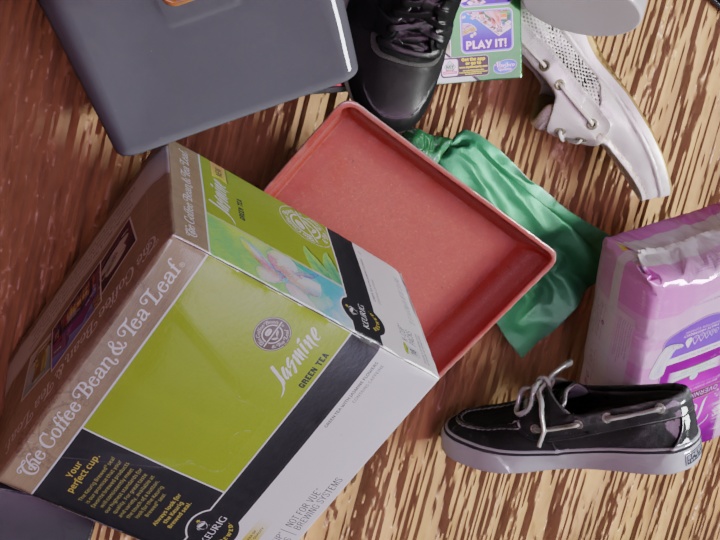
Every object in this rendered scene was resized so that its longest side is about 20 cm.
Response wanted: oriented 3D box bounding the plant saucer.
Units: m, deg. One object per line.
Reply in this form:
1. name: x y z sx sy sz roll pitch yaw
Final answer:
1. plant saucer: 0.000 0.000 0.888 0.200 0.037 0.200 34 112 -25

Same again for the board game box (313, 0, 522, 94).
1. board game box: 0.009 -0.191 0.857 0.199 0.029 0.135 -6 107 -9

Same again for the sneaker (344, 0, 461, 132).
1. sneaker: 0.033 -0.184 0.801 0.075 0.088 0.201 6 104 -13

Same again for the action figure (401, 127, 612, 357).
1. action figure: 0.097 -0.038 0.939 0.118 0.055 0.200 -48 120 -2

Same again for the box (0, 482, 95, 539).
1. box: -0.264 0.215 0.827 0.122 0.106 0.201 16 97 -27

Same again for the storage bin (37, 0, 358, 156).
1. storage bin: -0.094 -0.159 0.764 0.199 0.146 0.135 -20 114 -1

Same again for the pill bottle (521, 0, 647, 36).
1. pill bottle: 0.169 -0.266 0.852 0.108 0.109 0.201 20 77 -26

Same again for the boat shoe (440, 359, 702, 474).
1. boat shoe: 0.148 0.108 0.938 0.074 0.199 0.068 -38 121 -50

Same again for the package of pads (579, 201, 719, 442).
1. package of pads: 0.234 0.052 0.976 0.120 0.076 0.201 -15 129 -22

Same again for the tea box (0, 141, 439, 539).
1. tea box: -0.095 0.062 0.810 0.196 0.134 0.200 30 111 -26

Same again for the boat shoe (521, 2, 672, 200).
1. boat shoe: 0.155 -0.125 0.934 0.069 0.071 0.200 -35 101 3

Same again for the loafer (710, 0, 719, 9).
1. loafer: 0.288 -0.242 0.959 0.200 0.063 0.072 33 90 -26
